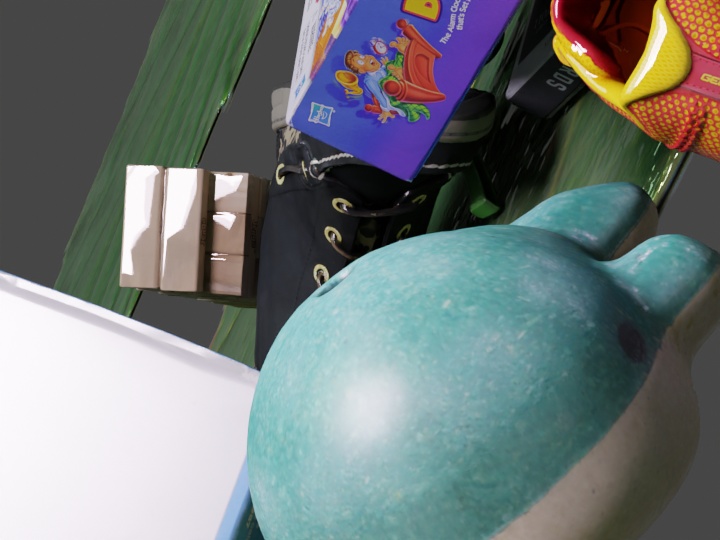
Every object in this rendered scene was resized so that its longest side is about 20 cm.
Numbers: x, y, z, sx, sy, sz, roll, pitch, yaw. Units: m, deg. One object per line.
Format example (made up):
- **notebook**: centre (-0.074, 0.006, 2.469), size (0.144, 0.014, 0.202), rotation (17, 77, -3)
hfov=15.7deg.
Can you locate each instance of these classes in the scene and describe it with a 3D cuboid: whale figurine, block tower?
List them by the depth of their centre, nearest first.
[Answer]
- **whale figurine**: centre (0.033, 0.023, 0.770), size (0.159, 0.104, 0.200), rotation (-33, 16, 29)
- **block tower**: centre (-0.052, -0.011, 1.200), size (0.200, 0.054, 0.058), rotation (8, -94, -76)

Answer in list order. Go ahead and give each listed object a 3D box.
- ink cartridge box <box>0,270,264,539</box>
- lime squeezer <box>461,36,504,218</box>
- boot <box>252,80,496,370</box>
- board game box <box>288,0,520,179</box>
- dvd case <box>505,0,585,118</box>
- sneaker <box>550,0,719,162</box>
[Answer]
- **ink cartridge box**: centre (-0.088, 0.097, 0.954), size (0.200, 0.145, 0.148), rotation (34, -104, -74)
- **lime squeezer**: centre (0.049, -0.097, 1.127), size (0.071, 0.037, 0.201), rotation (128, 161, -55)
- **boot**: centre (0.001, 0.000, 1.056), size (0.203, 0.073, 0.155), rotation (-166, 82, -76)
- **board game box**: centre (0.032, -0.142, 0.857), size (0.135, 0.045, 0.201), rotation (-58, 14, 33)
- **dvd case**: centre (0.114, -0.172, 0.991), size (0.150, 0.025, 0.201), rotation (135, 155, -65)
- **sneaker**: centre (0.092, -0.080, 0.788), size (0.200, 0.077, 0.073), rotation (-119, 50, -78)
